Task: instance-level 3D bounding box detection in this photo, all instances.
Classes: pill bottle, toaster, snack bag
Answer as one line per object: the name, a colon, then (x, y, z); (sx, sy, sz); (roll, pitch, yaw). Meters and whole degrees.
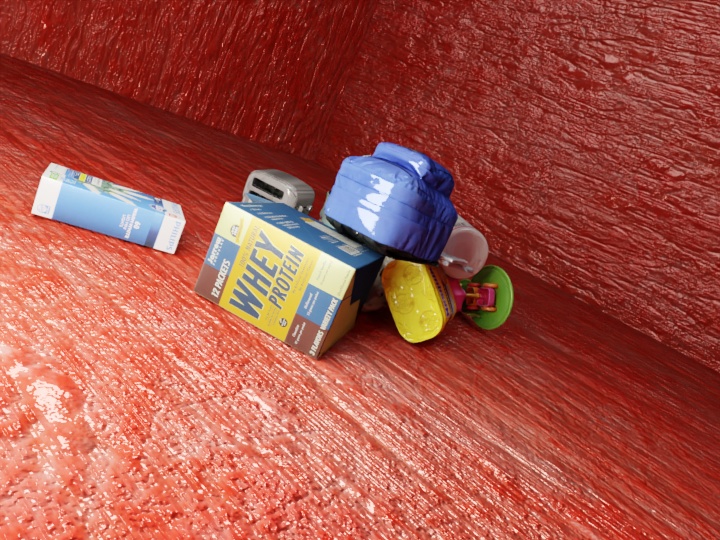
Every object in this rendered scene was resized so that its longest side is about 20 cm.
pill bottle: (0.204, -0.069, 1.193); (0.112, 0.114, 0.200); (20, 17, -16)
toaster: (-0.230, -0.209, 1.428); (0.198, 0.115, 0.129); (29, 16, 11)
snack bag: (0.122, -0.042, 1.009); (0.187, 0.022, 0.199); (26, 7, 26)

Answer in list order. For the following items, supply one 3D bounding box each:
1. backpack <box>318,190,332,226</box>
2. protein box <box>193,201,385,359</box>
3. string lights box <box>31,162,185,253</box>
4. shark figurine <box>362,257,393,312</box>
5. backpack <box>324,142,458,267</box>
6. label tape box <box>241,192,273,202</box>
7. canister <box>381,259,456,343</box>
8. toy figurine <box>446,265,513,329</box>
backpack: (-0.021, -0.127, 1.397); (0.176, 0.152, 0.200); (17, 7, -17)
protein box: (-0.094, 0.001, 0.779); (0.198, 0.136, 0.198); (27, 13, 10)
string lights box: (-0.380, -0.094, 0.807); (0.198, 0.060, 0.103); (18, 13, -29)
shark figurine: (0.012, 0.042, 1.011); (0.089, 0.130, 0.214); (-3, 24, 33)
backpack: (0.045, -0.110, 0.819); (0.161, 0.170, 0.199); (24, 11, 33)
label tape box: (-0.184, -0.099, 1.180); (0.143, 0.064, 0.200); (17, 15, -31)
canister: (0.118, 0.045, 0.995); (0.150, 0.086, 0.200); (70, 18, 4)
toy figurine: (0.217, 0.055, 1.214); (0.182, 0.152, 0.199); (6, -1, -30)
